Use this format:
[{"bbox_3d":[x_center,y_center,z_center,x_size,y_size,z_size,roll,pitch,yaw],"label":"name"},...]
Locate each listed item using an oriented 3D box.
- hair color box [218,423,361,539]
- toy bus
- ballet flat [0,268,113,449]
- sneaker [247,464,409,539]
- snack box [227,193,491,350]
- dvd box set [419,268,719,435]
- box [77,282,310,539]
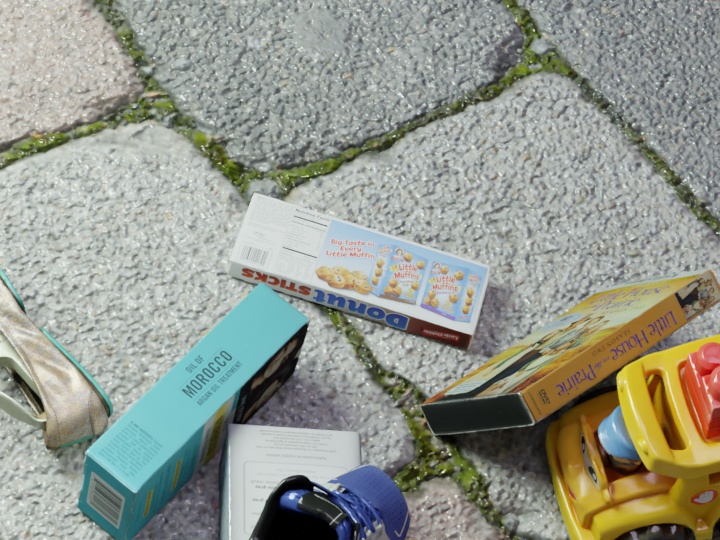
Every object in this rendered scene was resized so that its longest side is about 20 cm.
[{"bbox_3d":[-0.048,0.210,1.547,0.098,0.061,0.201,4,54,-10],"label":"hair color box"},{"bbox_3d":[0.237,0.114,1.583,0.199,0.192,0.136,-14,62,-2],"label":"toy bus"},{"bbox_3d":[-0.264,0.053,1.613,0.067,0.068,0.200,-35,66,-22],"label":"ballet flat"},{"bbox_3d":[-0.022,0.180,1.450,0.080,0.115,0.199,41,41,13],"label":"sneaker"},{"bbox_3d":[0.000,0.000,1.729,0.199,0.024,0.072,17,53,1],"label":"snack box"},{"bbox_3d":[0.158,0.061,1.650,0.200,0.146,0.030,-30,98,-28],"label":"dvd box set"},{"bbox_3d":[-0.121,0.103,1.595,0.049,0.082,0.200,37,56,13],"label":"box"}]
